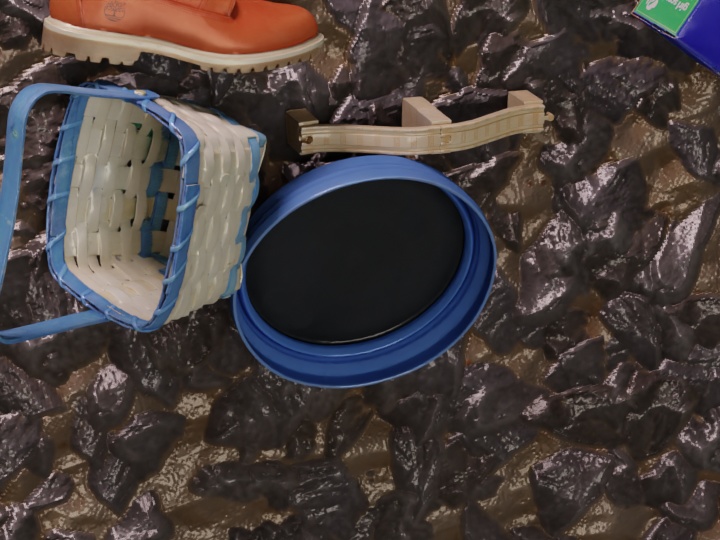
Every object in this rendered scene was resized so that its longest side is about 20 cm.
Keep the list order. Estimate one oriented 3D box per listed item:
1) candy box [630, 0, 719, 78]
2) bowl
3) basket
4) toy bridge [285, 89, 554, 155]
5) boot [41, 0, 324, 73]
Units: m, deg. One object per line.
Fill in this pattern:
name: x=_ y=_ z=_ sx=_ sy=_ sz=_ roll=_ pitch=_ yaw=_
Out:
candy box: x=0.333 y=-0.226 z=1.777 sx=0.169 sy=0.077 sz=0.200 roll=31 pitch=96 yaw=-29
bowl: x=0.000 y=0.000 z=1.726 sx=0.200 sy=0.039 sz=0.201 roll=-9 pitch=131 yaw=-11
basket: x=-0.170 y=-0.041 z=1.607 sx=0.200 sy=0.139 sz=0.176 roll=-7 pitch=116 yaw=-52
toy bridge: x=0.050 y=-0.105 z=1.720 sx=0.200 sy=0.067 sz=0.027 roll=-6 pitch=112 yaw=-18
boot: x=-0.115 y=-0.194 z=1.622 sx=0.200 sy=0.075 sz=0.107 roll=4 pitch=103 yaw=-21
